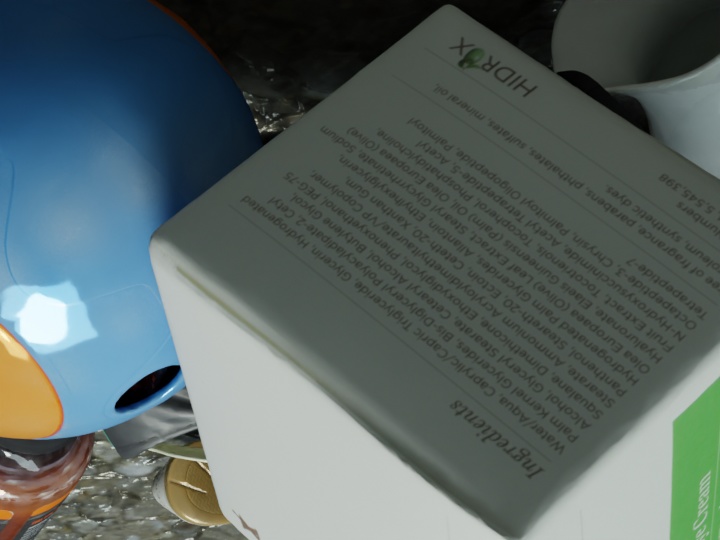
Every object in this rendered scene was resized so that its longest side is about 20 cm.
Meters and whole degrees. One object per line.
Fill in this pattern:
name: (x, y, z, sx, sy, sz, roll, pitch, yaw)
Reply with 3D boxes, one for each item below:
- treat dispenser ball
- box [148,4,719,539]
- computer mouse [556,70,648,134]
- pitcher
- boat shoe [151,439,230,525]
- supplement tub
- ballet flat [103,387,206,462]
treat dispenser ball: (-0.138, -0.028, 0.851, 0.200, 0.202, 0.201, -6, 149, -4)
box: (0.050, 0.049, 0.798, 0.171, 0.200, 0.199, -39, 148, -22)
computer mouse: (0.111, -0.025, 0.905, 0.046, 0.141, 0.200, -42, -172, -2)
pitcher: (0.211, -0.080, 0.936, 0.171, 0.122, 0.200, -27, 133, 25)
boat shoe: (-0.036, 0.120, 1.257, 0.199, 0.071, 0.069, -3, 176, -24)
supplement tub: (-0.218, 0.110, 1.148, 0.107, 0.107, 0.200, 10, 145, -27)
ballet flat: (-0.057, 0.076, 1.162, 0.199, 0.073, 0.073, -9, 149, 4)
